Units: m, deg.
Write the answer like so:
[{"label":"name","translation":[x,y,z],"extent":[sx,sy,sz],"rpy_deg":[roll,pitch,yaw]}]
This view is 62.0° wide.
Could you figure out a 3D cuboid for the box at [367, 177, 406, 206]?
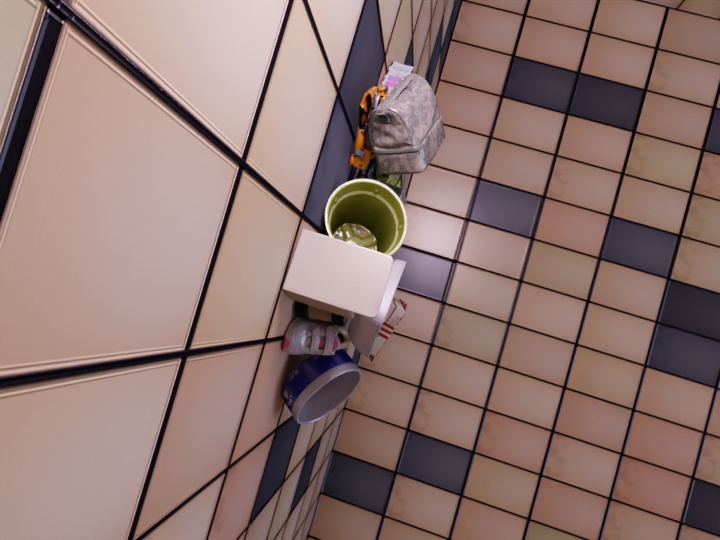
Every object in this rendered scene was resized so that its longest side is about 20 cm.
[{"label":"box","translation":[0.061,-0.172,1.657],"extent":[0.200,0.099,0.115],"rpy_deg":[27,81,-82]}]

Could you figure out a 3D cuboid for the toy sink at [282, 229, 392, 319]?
[{"label":"toy sink","translation":[-0.041,0.018,1.226],"extent":[0.112,0.196,0.133],"rpy_deg":[78,29,-76]}]

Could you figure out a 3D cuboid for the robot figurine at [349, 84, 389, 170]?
[{"label":"robot figurine","translation":[0.024,-0.360,1.481],"extent":[0.146,0.057,0.203],"rpy_deg":[-63,168,-60]}]

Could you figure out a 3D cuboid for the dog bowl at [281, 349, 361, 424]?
[{"label":"dog bowl","translation":[-0.096,0.285,1.487],"extent":[0.198,0.079,0.202],"rpy_deg":[-31,152,-19]}]

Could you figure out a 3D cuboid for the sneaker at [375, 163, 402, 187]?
[{"label":"sneaker","translation":[0.070,-0.272,1.673],"extent":[0.077,0.074,0.201],"rpy_deg":[-64,159,-22]}]

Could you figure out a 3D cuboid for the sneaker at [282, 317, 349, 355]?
[{"label":"sneaker","translation":[-0.095,0.153,1.379],"extent":[0.198,0.087,0.083],"rpy_deg":[-8,110,-52]}]

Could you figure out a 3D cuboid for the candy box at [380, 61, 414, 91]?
[{"label":"candy box","translation":[0.086,-0.460,1.700],"extent":[0.169,0.070,0.202],"rpy_deg":[97,11,-52]}]

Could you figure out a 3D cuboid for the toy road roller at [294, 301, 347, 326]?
[{"label":"toy road roller","translation":[-0.067,0.025,1.373],"extent":[0.200,0.120,0.149],"rpy_deg":[-58,157,-66]}]

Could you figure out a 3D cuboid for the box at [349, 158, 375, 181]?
[{"label":"box","translation":[0.009,-0.241,1.691],"extent":[0.201,0.045,0.161],"rpy_deg":[95,13,-58]}]

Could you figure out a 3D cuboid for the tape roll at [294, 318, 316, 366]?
[{"label":"tape roll","translation":[-0.107,0.165,1.574],"extent":[0.202,0.069,0.207],"rpy_deg":[16,89,-84]}]

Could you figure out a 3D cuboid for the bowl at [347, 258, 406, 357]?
[{"label":"bowl","translation":[0.033,0.079,1.423],"extent":[0.201,0.073,0.202],"rpy_deg":[109,6,-53]}]

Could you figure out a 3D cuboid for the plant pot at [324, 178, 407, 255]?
[{"label":"plant pot","translation":[-0.001,-0.089,1.459],"extent":[0.185,0.197,0.204],"rpy_deg":[119,-9,-69]}]

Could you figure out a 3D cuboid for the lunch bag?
[{"label":"lunch bag","translation":[0.105,-0.344,1.402],"extent":[0.201,0.137,0.170],"rpy_deg":[-54,140,-41]}]

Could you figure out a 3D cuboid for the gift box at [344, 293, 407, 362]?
[{"label":"gift box","translation":[0.021,0.138,1.771],"extent":[0.186,0.185,0.201],"rpy_deg":[-55,-164,16]}]
